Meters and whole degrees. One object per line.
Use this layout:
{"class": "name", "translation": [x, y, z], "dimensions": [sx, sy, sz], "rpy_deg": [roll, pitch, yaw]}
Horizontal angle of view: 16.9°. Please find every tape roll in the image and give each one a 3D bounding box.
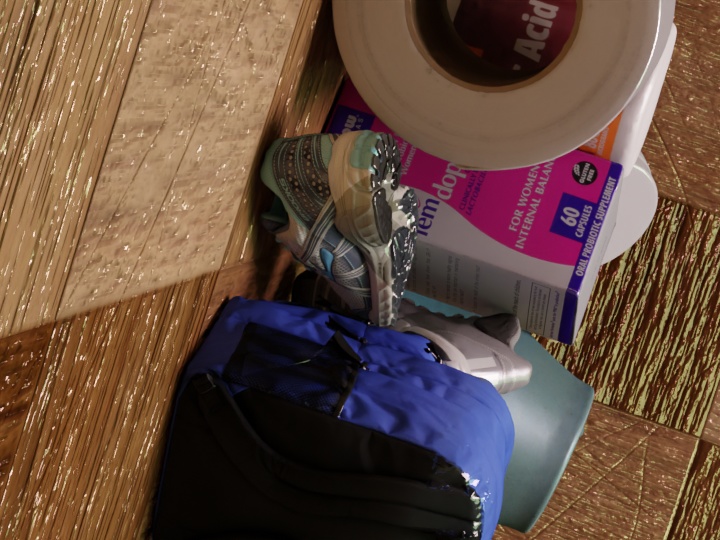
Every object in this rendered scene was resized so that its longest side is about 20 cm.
{"class": "tape roll", "translation": [0.093, -0.170, 1.516], "dimensions": [0.139, 0.202, 0.204], "rpy_deg": [-37, 145, -76]}

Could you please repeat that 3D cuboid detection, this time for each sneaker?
{"class": "sneaker", "translation": [0.043, 0.049, 1.651], "dimensions": [0.115, 0.200, 0.075], "rpy_deg": [-5, 112, -34]}
{"class": "sneaker", "translation": [-0.014, -0.032, 1.516], "dimensions": [0.200, 0.086, 0.078], "rpy_deg": [76, 25, -61]}

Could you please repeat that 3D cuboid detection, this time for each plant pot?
{"class": "plant pot", "translation": [0.083, 0.116, 1.992], "dimensions": [0.200, 0.187, 0.201], "rpy_deg": [25, 90, -88]}

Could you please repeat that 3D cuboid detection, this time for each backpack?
{"class": "backpack", "translation": [-0.005, 0.109, 1.492], "dimensions": [0.168, 0.199, 0.163], "rpy_deg": [-61, 167, -50]}

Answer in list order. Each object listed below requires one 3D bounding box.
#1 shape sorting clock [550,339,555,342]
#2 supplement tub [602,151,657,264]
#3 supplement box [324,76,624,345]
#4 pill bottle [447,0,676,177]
{"class": "shape sorting clock", "translation": [0.104, -0.021, 2.012], "dimensions": [0.039, 0.200, 0.200], "rpy_deg": [-41, 172, 3]}
{"class": "supplement tub", "translation": [0.156, -0.111, 2.043], "dimensions": [0.200, 0.131, 0.132], "rpy_deg": [-114, -154, -42]}
{"class": "supplement box", "translation": [0.067, -0.040, 1.643], "dimensions": [0.103, 0.199, 0.102], "rpy_deg": [84, 25, -68]}
{"class": "pill bottle", "translation": [0.105, -0.145, 1.653], "dimensions": [0.114, 0.199, 0.115], "rpy_deg": [18, 90, -82]}
